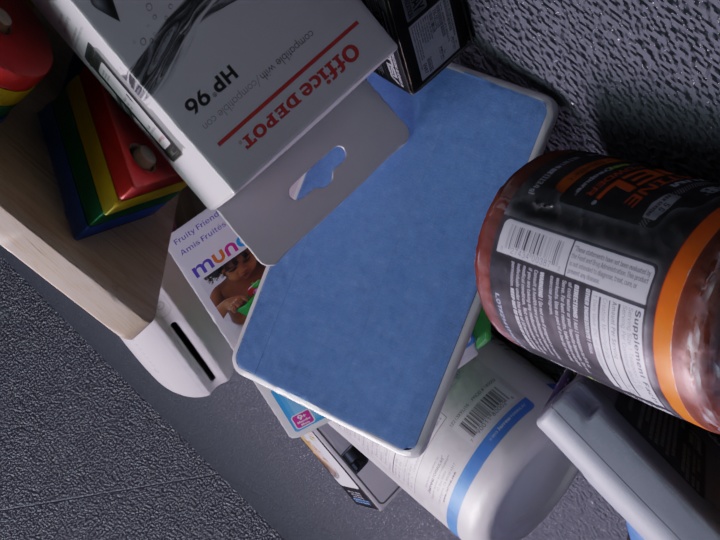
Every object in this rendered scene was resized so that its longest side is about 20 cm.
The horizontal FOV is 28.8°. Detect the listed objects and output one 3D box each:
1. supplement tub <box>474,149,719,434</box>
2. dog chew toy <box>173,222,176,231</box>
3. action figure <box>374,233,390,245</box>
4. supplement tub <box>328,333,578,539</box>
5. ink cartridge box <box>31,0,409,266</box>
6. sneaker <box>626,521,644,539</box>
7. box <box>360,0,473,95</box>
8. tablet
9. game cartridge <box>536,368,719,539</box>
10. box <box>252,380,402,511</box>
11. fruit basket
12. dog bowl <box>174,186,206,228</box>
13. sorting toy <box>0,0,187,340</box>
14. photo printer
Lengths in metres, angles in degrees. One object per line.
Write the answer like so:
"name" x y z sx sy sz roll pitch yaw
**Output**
"supplement tub" 0.149 0.011 0.642 0.199 0.107 0.107 23 152 53
"dog chew toy" -0.131 -0.085 1.119 0.124 0.124 0.201 26 145 51
"action figure" 0.072 -0.005 0.783 0.198 0.052 0.066 22 -157 3
"supplement tub" 0.059 0.098 1.030 0.200 0.132 0.132 38 162 30
"ink cartridge box" -0.065 -0.114 0.691 0.200 0.116 0.068 49 165 -8
"sneaker" 0.247 0.213 0.908 0.200 0.076 0.112 42 158 33
"box" -0.031 -0.200 0.703 0.157 0.050 0.201 36 160 35
"tablet" 0.016 -0.016 0.751 0.129 0.202 0.014 23 -176 27
"game cartridge" 0.163 0.104 0.782 0.133 0.041 0.200 50 -166 5
"box" -0.014 0.101 1.252 0.201 0.117 0.060 52 161 -12
"fruit basket" 0.000 0.000 0.857 0.094 0.184 0.201 50 170 42
"dog bowl" -0.075 -0.072 0.962 0.200 0.058 0.202 36 132 53
"sorting toy" -0.160 -0.099 0.741 0.200 0.069 0.200 41 -154 -25
"photo printer" -0.169 -0.004 1.013 0.200 0.069 0.167 48 170 31
